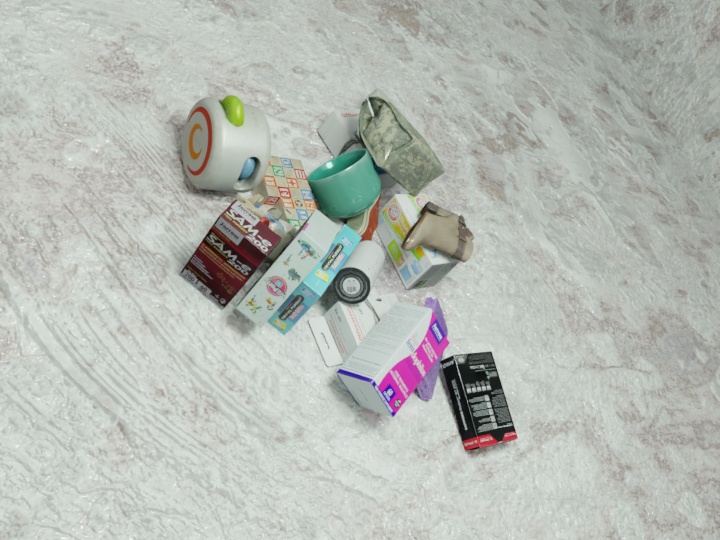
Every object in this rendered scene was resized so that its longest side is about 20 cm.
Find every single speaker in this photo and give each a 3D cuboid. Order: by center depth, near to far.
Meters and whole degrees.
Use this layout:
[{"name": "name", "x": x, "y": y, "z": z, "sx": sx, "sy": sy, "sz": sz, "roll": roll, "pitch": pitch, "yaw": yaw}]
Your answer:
[{"name": "speaker", "x": 0.000, "y": 0.000, "z": 1.491, "sx": 0.081, "sy": 0.081, "sz": 0.200, "roll": 41, "pitch": 20, "yaw": -5}]

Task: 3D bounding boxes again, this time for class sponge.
[{"name": "sponge", "x": 0.148, "y": 0.163, "z": 1.522, "sx": 0.200, "sy": 0.030, "sz": 0.112, "roll": -69, "pitch": 147, "yaw": -46}]

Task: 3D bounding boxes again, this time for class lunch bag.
[{"name": "lunch bag", "x": 0.082, "y": -0.298, "z": 1.653, "sx": 0.164, "sy": 0.118, "sz": 0.200, "roll": 32, "pitch": 25, "yaw": -51}]

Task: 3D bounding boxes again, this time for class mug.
[{"name": "mug", "x": -0.026, "y": -0.197, "z": 1.622, "sx": 0.115, "sy": 0.152, "sz": 0.185, "roll": 64, "pitch": 28, "yaw": -21}]

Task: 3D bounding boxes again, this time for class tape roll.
[{"name": "tape roll", "x": 0.093, "y": -0.397, "z": 1.893, "sx": 0.203, "sy": 0.037, "sz": 0.203, "roll": 48, "pitch": 17, "yaw": -20}]

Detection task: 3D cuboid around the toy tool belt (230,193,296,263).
[{"name": "toy tool belt", "x": -0.214, "y": -0.086, "z": 1.372, "sx": 0.123, "sy": 0.200, "sz": 0.125, "roll": 33, "pitch": 84, "yaw": 15}]

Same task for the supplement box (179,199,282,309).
[{"name": "supplement box", "x": -0.238, "y": -0.025, "z": 1.283, "sx": 0.109, "sy": 0.200, "sz": 0.061, "roll": 40, "pitch": 43, "yaw": -5}]

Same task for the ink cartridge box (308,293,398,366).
[{"name": "ink cartridge box", "x": 0.005, "y": 0.120, "z": 1.459, "sx": 0.200, "sy": 0.067, "sz": 0.116, "roll": -6, "pitch": 63, "yaw": -41}]

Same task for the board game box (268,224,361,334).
[{"name": "board game box", "x": -0.089, "y": 0.016, "z": 1.405, "sx": 0.047, "sy": 0.151, "sz": 0.200, "roll": 39, "pitch": 42, "yaw": -5}]

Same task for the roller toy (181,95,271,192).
[{"name": "roller toy", "x": -0.271, "y": -0.253, "z": 1.453, "sx": 0.140, "sy": 0.200, "sz": 0.183, "roll": 2, "pitch": 92, "yaw": -37}]

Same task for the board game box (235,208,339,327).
[{"name": "board game box", "x": -0.133, "y": -0.006, "z": 1.322, "sx": 0.064, "sy": 0.200, "sz": 0.148, "roll": 39, "pitch": 20, "yaw": -7}]

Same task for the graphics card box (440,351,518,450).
[{"name": "graphics card box", "x": 0.255, "y": 0.278, "z": 1.527, "sx": 0.125, "sy": 0.051, "sz": 0.200, "roll": -1, "pitch": 69, "yaw": -38}]

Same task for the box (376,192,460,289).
[{"name": "box", "x": 0.130, "y": -0.073, "z": 1.675, "sx": 0.101, "sy": 0.113, "sz": 0.200, "roll": -8, "pitch": 62, "yaw": -40}]

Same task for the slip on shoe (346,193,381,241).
[{"name": "slip on shoe", "x": 0.013, "y": -0.128, "z": 1.668, "sx": 0.061, "sy": 0.074, "sz": 0.200, "roll": 54, "pitch": 32, "yaw": -31}]

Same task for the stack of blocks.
[{"name": "stack of blocks", "x": -0.165, "y": -0.152, "z": 1.544, "sx": 0.115, "sy": 0.059, "sz": 0.200, "roll": 2, "pitch": 58, "yaw": -37}]

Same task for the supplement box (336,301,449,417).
[{"name": "supplement box", "x": 0.066, "y": 0.168, "z": 1.375, "sx": 0.200, "sy": 0.103, "sz": 0.101, "roll": -49, "pitch": 125, "yaw": -27}]

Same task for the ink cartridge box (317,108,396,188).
[{"name": "ink cartridge box", "x": 0.009, "y": -0.304, "z": 1.782, "sx": 0.146, "sy": 0.086, "sz": 0.200, "roll": -17, "pitch": 71, "yaw": -44}]

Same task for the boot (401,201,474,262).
[{"name": "boot", "x": 0.182, "y": -0.069, "z": 1.580, "sx": 0.146, "sy": 0.070, "sz": 0.200, "roll": 39, "pitch": 46, "yaw": -6}]
